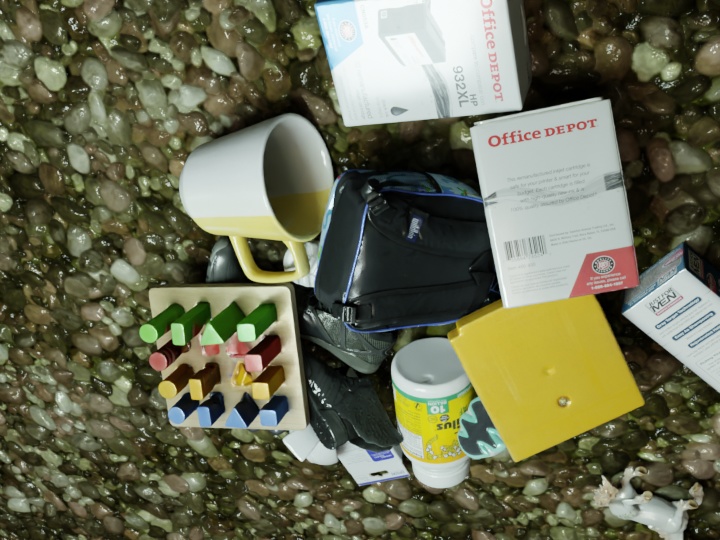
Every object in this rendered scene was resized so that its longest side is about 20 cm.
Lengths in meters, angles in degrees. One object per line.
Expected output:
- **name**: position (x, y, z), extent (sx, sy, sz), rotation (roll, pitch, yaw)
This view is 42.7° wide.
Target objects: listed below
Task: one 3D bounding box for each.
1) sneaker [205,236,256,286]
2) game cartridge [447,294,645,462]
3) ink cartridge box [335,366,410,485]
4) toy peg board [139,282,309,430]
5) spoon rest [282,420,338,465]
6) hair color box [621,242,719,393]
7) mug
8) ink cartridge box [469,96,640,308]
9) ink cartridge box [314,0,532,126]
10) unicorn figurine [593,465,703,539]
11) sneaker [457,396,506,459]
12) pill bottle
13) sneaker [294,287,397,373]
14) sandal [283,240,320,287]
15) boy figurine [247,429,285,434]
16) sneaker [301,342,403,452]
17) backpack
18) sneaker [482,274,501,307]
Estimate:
- **sneaker**: position (-0.160, 0.033, 1.267), extent (0.079, 0.075, 0.200), rotation (6, 136, 11)
- **game cartridge**: position (0.220, 0.112, 1.096), extent (0.176, 0.032, 0.200), rotation (-26, 108, 8)
- **ink cartridge box**: position (-0.009, 0.236, 1.381), extent (0.099, 0.039, 0.200), rotation (-18, 116, 29)
- **toy peg board**: position (-0.184, 0.125, 1.185), extent (0.200, 0.098, 0.199), rotation (-1, 106, 16)
- **spoon rest**: position (-0.068, 0.240, 1.325), extent (0.061, 0.200, 0.099), rotation (-42, 82, -5)
- **hair color box**: position (0.420, 0.068, 1.099), extent (0.200, 0.061, 0.100), rotation (37, 127, -11)
- **mug**: position (-0.136, -0.087, 1.112), extent (0.153, 0.187, 0.149), rotation (-4, 168, 31)
- **ink cartridge box**: position (0.207, -0.074, 0.992), extent (0.147, 0.083, 0.200), rotation (-10, 97, 9)
- **ink cartridge box**: position (0.070, -0.241, 0.975), extent (0.200, 0.084, 0.145), rotation (-2, 124, 20)
- **unicorn figurine**: position (0.425, 0.347, 1.305), extent (0.200, 0.074, 0.137), rotation (30, 140, 14)
- **sneaker**: position (0.225, 0.171, 1.208), extent (0.200, 0.140, 0.078), rotation (-50, 58, 24)
- **pill bottle**: position (0.105, 0.201, 1.270), extent (0.113, 0.113, 0.200), rotation (4, 125, 16)
- **sneaker**: position (-0.035, 0.051, 1.233), extent (0.199, 0.076, 0.114), rotation (31, 127, -9)
- **sandal**: position (0.002, -0.007, 1.193), extent (0.202, 0.050, 0.083), rotation (13, 109, -9)
- **boy figurine**: position (-0.165, 0.169, 1.329), extent (0.124, 0.064, 0.200), rotation (3, 145, 18)
- **sneaker**: position (-0.029, 0.166, 1.255), extent (0.200, 0.104, 0.060), rotation (61, 147, 12)
- **backpack**: position (0.054, -0.032, 1.077), extent (0.200, 0.147, 0.183), rotation (1, 114, -27)
- **sneaker**: position (0.189, 0.038, 1.144), extent (0.200, 0.078, 0.070), rotation (7, 127, 13)
